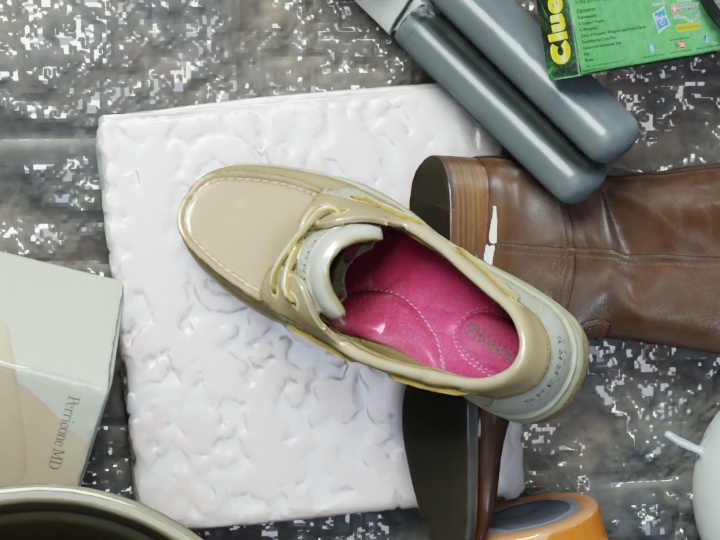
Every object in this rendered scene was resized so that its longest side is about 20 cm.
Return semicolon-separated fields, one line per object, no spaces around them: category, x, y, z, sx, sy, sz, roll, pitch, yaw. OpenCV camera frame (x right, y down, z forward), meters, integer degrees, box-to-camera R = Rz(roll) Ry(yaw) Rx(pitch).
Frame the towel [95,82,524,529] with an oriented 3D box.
towel;-0.021;0.017;0.844;0.190;0.032;0.201;-5;95;-9

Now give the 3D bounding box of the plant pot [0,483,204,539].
plant pot;-0.124;0.189;0.715;0.199;0.174;0.201;1;81;-6

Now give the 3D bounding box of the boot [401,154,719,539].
boot;0.121;0.037;0.836;0.200;0.064;0.187;2;89;-26

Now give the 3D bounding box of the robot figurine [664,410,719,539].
robot figurine;0.244;0.104;0.856;0.199;0.113;0.170;-4;60;-10

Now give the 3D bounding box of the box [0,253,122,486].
box;-0.209;0.037;0.766;0.199;0.078;0.095;13;123;-10

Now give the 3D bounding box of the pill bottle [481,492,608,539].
pill bottle;0.096;0.208;0.842;0.106;0.106;0.201;-13;96;-9

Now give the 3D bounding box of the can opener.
can opener;0.032;-0.108;0.796;0.200;0.067;0.053;46;128;14

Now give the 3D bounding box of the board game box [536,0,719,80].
board game box;0.150;-0.149;0.814;0.200;0.023;0.105;-13;97;-41

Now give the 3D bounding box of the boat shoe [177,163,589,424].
boat shoe;0.000;0.000;0.755;0.200;0.069;0.074;23;88;25
